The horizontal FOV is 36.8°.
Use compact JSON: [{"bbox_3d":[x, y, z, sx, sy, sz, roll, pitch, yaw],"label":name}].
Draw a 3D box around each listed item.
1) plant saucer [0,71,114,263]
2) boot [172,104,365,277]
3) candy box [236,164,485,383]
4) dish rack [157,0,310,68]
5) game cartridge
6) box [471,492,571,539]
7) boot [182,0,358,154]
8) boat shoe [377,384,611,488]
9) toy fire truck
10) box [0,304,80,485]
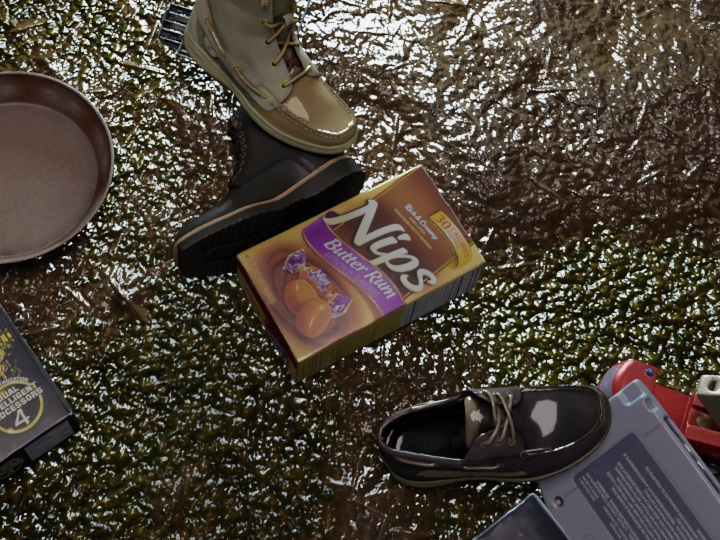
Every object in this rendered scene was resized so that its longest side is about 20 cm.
[{"bbox_3d":[-0.326,-0.091,1.002,0.196,0.035,0.204,2,64,-5],"label":"plant saucer"},{"bbox_3d":[-0.112,-0.087,1.005,0.198,0.078,0.139,-26,65,-31],"label":"boot"},{"bbox_3d":[0.000,0.000,0.977,0.198,0.057,0.118,-27,69,-18],"label":"candy box"},{"bbox_3d":[-0.114,-0.278,1.100,0.151,0.055,0.203,15,66,4],"label":"dish rack"},{"bbox_3d":[0.233,0.208,0.871,0.133,0.041,0.202,-40,71,17],"label":"game cartridge"},{"bbox_3d":[0.067,0.285,0.770,0.198,0.198,0.118,-32,70,-19],"label":"box"},{"bbox_3d":[-0.069,-0.209,0.961,0.199,0.155,0.072,40,53,10],"label":"boot"},{"bbox_3d":[0.104,0.133,0.875,0.197,0.073,0.076,-17,64,17],"label":"boat shoe"},{"bbox_3d":[0.302,0.121,0.900,0.197,0.142,0.049,22,64,5],"label":"toy fire truck"},{"bbox_3d":[-0.357,0.121,0.890,0.199,0.049,0.162,-34,69,-18],"label":"box"}]
